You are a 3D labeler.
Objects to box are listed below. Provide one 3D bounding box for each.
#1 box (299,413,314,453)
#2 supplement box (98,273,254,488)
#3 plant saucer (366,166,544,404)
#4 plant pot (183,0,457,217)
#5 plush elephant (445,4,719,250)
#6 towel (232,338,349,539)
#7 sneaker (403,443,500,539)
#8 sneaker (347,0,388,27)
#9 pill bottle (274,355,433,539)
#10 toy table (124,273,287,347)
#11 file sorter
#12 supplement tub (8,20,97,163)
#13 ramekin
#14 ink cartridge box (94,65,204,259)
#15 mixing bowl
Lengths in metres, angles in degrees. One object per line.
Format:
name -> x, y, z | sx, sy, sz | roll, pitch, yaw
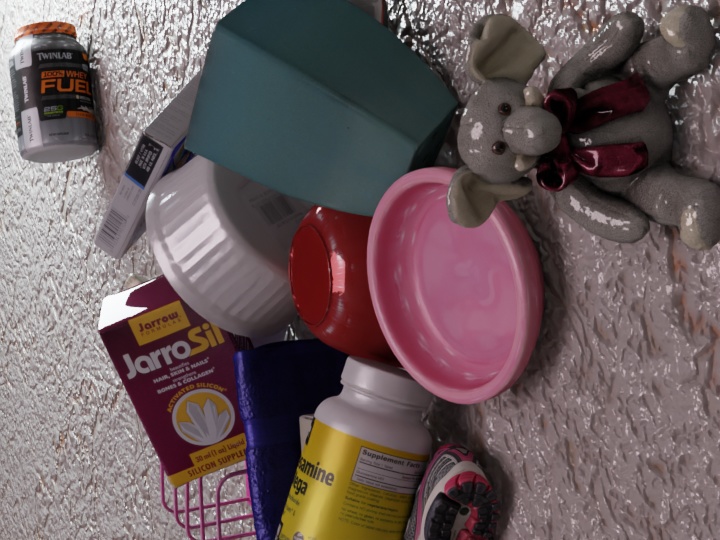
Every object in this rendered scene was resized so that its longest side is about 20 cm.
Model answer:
box -> 0.001, 0.238, 1.527 | 0.078, 0.095, 0.201 | 179, 88, -65
supplement box -> -0.177, 0.107, 1.658 | 0.103, 0.130, 0.201 | -103, -10, -69
plant saucer -> 0.085, 0.010, 1.319 | 0.200, 0.051, 0.201 | 20, 116, 47
plant pot -> -0.027, -0.145, 1.395 | 0.200, 0.141, 0.142 | 30, 132, 11
plush elephant -> 0.140, -0.099, 1.099 | 0.200, 0.154, 0.166 | 11, 104, 63
towel -> -0.063, 0.171, 1.585 | 0.049, 0.147, 0.201 | -12, 85, 48
sneaker -> 0.074, 0.249, 1.405 | 0.075, 0.080, 0.201 | -108, 33, -57
sneaker -> 0.005, -0.208, 1.493 | 0.082, 0.077, 0.201 | -68, -20, -57
pill bottle -> -0.001, 0.185, 1.418 | 0.112, 0.112, 0.201 | 19, 92, 62
toy table -> -0.176, 0.066, 1.785 | 0.200, 0.184, 0.117 | -50, 41, -1
file sorter -> -0.140, 0.247, 1.776 | 0.200, 0.125, 0.140 | -149, 55, -60
supplement tub -> -0.473, -0.273, 2.400 | 0.122, 0.122, 0.201 | -21, 76, 64
ramekin -> -0.110, -0.043, 1.590 | 0.098, 0.200, 0.201 | -38, 57, 35
ink cartridge box -> -0.199, -0.133, 1.707 | 0.043, 0.200, 0.198 | 35, 136, 2
mixing bowl -> 0.000, 0.000, 1.470 | 0.200, 0.108, 0.201 | 16, 108, 62
